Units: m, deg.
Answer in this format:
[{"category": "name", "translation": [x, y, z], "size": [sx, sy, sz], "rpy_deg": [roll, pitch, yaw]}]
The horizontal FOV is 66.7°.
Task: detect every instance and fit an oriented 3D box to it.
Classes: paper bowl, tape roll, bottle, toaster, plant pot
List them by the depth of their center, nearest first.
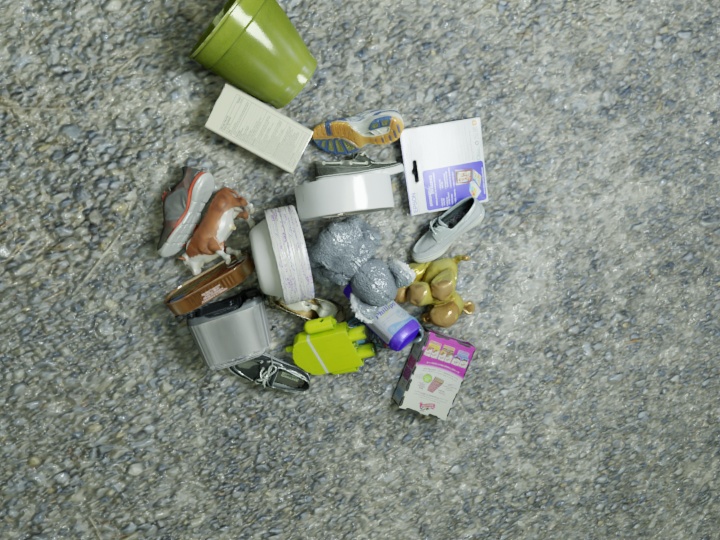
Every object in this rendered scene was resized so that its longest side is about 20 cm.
[{"category": "plant pot", "translation": [-0.194, -0.427, 1.067], "size": [0.193, 0.200, 0.200], "rpy_deg": [38, 90, -29]}, {"category": "paper bowl", "translation": [-0.166, -0.028, 1.125], "size": [0.104, 0.201, 0.201], "rpy_deg": [-12, 103, -8]}, {"category": "tape roll", "translation": [-0.033, -0.151, 1.137], "size": [0.202, 0.202, 0.071], "rpy_deg": [-8, 94, -12]}, {"category": "toaster", "translation": [-0.284, 0.129, 1.178], "size": [0.200, 0.114, 0.129], "rpy_deg": [-18, 106, -10]}, {"category": "bottle", "translation": [0.037, 0.090, 1.227], "size": [0.084, 0.065, 0.200], "rpy_deg": [-35, 66, -31]}]

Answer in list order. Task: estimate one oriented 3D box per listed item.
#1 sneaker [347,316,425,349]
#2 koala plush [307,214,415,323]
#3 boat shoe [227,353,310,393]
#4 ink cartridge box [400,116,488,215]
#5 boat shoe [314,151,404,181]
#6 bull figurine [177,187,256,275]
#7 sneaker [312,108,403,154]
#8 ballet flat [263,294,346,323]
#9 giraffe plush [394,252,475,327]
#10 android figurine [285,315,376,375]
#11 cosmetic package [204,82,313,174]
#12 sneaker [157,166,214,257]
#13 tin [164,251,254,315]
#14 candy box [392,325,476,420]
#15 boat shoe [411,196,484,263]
[{"category": "sneaker", "translation": [0.055, 0.143, 1.272], "size": [0.200, 0.096, 0.079], "rpy_deg": [-6, 102, -13]}, {"category": "koala plush", "translation": [0.000, 0.000, 1.154], "size": [0.177, 0.184, 0.200], "rpy_deg": [-41, 78, -2]}, {"category": "boat shoe", "translation": [-0.208, 0.235, 1.239], "size": [0.199, 0.068, 0.074], "rpy_deg": [25, 94, -17]}, {"category": "ink cartridge box", "translation": [0.189, -0.241, 1.261], "size": [0.200, 0.043, 0.198], "rpy_deg": [-12, 103, -13]}, {"category": "boat shoe", "translation": [-0.002, -0.228, 1.202], "size": [0.200, 0.071, 0.064], "rpy_deg": [-10, 97, -12]}, {"category": "bull figurine", "translation": [-0.297, -0.075, 1.145], "size": [0.121, 0.065, 0.200], "rpy_deg": [22, 88, 17]}, {"category": "sneaker", "translation": [-0.005, -0.307, 1.193], "size": [0.200, 0.088, 0.075], "rpy_deg": [-3, 126, 8]}, {"category": "ballet flat", "translation": [-0.119, 0.085, 1.228], "size": [0.200, 0.075, 0.068], "rpy_deg": [18, 85, -16]}, {"category": "giraffe plush", "translation": [0.182, 0.062, 1.278], "size": [0.200, 0.172, 0.162], "rpy_deg": [-42, 123, -39]}, {"category": "android figurine", "translation": [-0.070, 0.177, 1.238], "size": [0.200, 0.041, 0.182], "rpy_deg": [-15, 129, 15]}, {"category": "cosmetic package", "translation": [-0.211, -0.292, 1.138], "size": [0.200, 0.071, 0.105], "rpy_deg": [28, 93, -17]}, {"category": "sneaker", "translation": [-0.380, -0.126, 1.141], "size": [0.082, 0.077, 0.200], "rpy_deg": [29, 92, 10]}, {"category": "tin", "translation": [-0.315, 0.027, 1.153], "size": [0.200, 0.112, 0.042], "rpy_deg": [-30, 116, -6]}, {"category": "candy box", "translation": [0.179, 0.253, 1.342], "size": [0.136, 0.061, 0.200], "rpy_deg": [21, 94, -17]}, {"category": "boat shoe", "translation": [0.191, -0.099, 1.256], "size": [0.201, 0.070, 0.072], "rpy_deg": [-38, 139, 6]}]
